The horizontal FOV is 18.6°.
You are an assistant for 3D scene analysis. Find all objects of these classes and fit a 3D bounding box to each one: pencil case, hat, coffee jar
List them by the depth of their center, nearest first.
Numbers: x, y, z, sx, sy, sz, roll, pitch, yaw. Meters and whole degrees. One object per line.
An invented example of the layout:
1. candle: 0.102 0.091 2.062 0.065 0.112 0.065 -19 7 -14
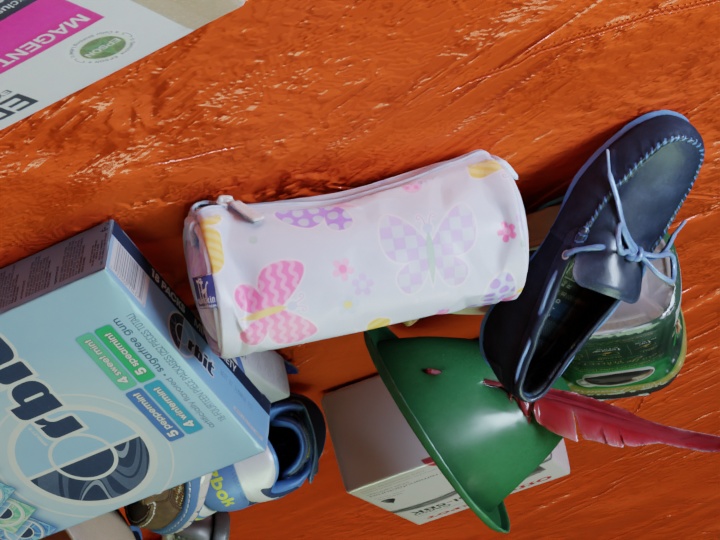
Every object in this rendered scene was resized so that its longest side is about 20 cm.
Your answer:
1. pencil case: -0.003 -0.010 1.259 0.199 0.091 0.083 -10 179 -12
2. hat: 0.127 0.070 1.501 0.176 0.201 0.166 -34 180 9
3. coffee jar: 0.172 0.030 1.516 0.103 0.086 0.200 -7 163 7

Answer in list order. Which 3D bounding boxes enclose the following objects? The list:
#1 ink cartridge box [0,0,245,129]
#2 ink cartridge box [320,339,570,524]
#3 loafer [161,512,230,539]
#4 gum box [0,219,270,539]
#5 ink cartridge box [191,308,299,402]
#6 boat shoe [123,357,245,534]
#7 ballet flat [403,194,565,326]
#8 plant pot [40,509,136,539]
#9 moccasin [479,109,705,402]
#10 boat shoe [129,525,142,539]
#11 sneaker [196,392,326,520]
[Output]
1. ink cartridge box: -0.170 -0.113 0.832 0.199 0.076 0.164 -24 159 25
2. ink cartridge box: 0.073 0.132 1.749 0.146 0.083 0.200 -20 161 13
3. loafer: -0.171 0.264 1.998 0.062 0.072 0.200 12 147 -15
4. gum box: -0.181 0.074 1.297 0.199 0.045 0.170 -22 128 22
5. ink cartridge box: -0.155 0.092 1.513 0.198 0.041 0.200 -19 162 11
6. boat shoe: -0.134 0.110 1.420 0.072 0.073 0.200 -1 146 -22
7. ballet flat: 0.108 -0.008 1.390 0.199 0.063 0.069 -14 163 -5
8. plant pot: -0.224 0.212 1.487 0.199 0.201 0.134 -24 179 27
9. moccasin: 0.150 -0.001 1.323 0.080 0.068 0.201 15 120 -28
10. boat shoe: -0.229 0.233 1.637 0.084 0.069 0.199 -14 172 44
11. sneaker: -0.060 0.129 1.577 0.082 0.074 0.200 -20 -178 23
